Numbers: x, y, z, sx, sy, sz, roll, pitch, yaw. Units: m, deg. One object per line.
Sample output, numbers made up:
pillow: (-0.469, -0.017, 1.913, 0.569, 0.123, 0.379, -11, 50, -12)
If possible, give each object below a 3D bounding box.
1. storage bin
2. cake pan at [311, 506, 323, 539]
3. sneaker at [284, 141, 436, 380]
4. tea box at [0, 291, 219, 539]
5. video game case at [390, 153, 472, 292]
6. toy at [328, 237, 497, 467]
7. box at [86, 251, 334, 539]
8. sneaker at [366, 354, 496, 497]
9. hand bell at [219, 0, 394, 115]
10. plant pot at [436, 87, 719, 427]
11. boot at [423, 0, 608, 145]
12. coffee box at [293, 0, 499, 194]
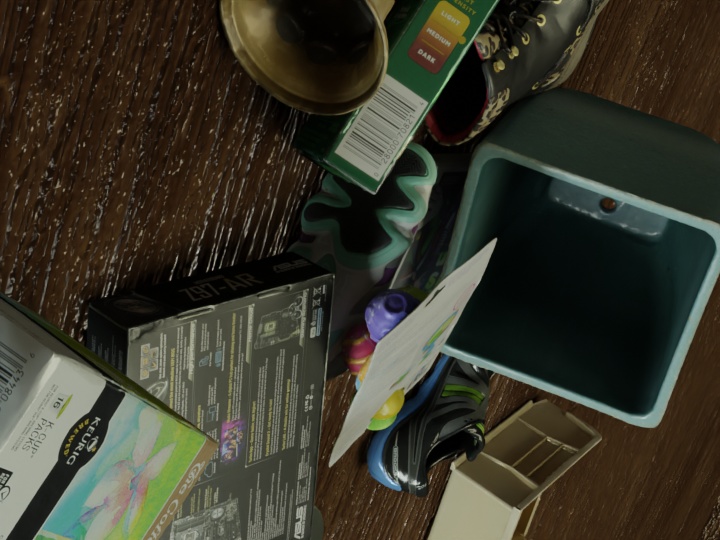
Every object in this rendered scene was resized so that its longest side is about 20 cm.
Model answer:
storage bin: (0.161, 0.270, 1.708, 0.198, 0.093, 0.201, -29, 143, -48)
cake pan: (-0.097, 0.255, 1.255, 0.200, 0.037, 0.201, -44, 152, -30)
sneaker: (0.000, 0.000, 1.103, 0.200, 0.078, 0.140, -52, 159, 10)
tea box: (-0.203, 0.115, 0.758, 0.201, 0.133, 0.197, -56, 157, -5)
video game case: (0.059, -0.010, 1.259, 0.200, 0.023, 0.183, -9, 127, -60)
toy: (0.020, 0.049, 1.055, 0.115, 0.047, 0.200, -41, 163, -28)
box: (-0.095, 0.101, 0.971, 0.160, 0.043, 0.201, -16, 120, -40)
sneaker: (0.090, 0.128, 1.411, 0.200, 0.082, 0.071, -47, 155, -24)
hand bell: (0.011, -0.188, 0.904, 0.200, 0.104, 0.105, -54, 160, -42)
plant pot: (0.189, -0.036, 1.227, 0.200, 0.195, 0.197, -57, 164, -51)
boot: (0.116, -0.187, 1.098, 0.150, 0.073, 0.201, -37, 157, -40)
coffee box: (0.036, -0.145, 0.946, 0.201, 0.044, 0.123, -58, -166, 1)
